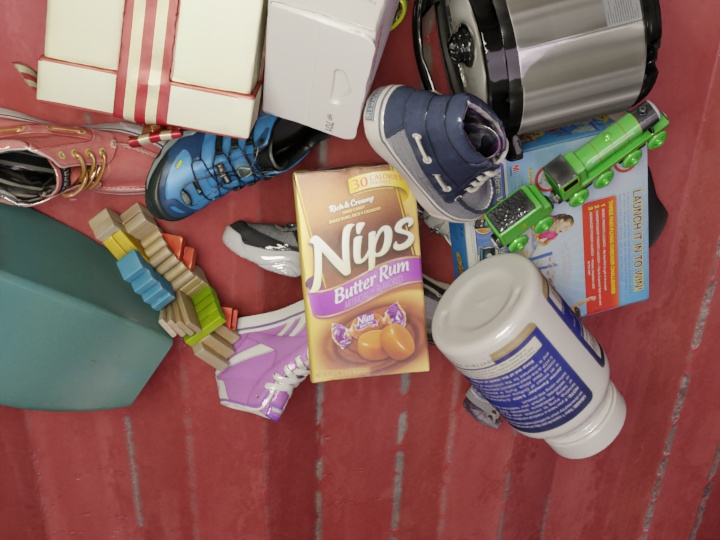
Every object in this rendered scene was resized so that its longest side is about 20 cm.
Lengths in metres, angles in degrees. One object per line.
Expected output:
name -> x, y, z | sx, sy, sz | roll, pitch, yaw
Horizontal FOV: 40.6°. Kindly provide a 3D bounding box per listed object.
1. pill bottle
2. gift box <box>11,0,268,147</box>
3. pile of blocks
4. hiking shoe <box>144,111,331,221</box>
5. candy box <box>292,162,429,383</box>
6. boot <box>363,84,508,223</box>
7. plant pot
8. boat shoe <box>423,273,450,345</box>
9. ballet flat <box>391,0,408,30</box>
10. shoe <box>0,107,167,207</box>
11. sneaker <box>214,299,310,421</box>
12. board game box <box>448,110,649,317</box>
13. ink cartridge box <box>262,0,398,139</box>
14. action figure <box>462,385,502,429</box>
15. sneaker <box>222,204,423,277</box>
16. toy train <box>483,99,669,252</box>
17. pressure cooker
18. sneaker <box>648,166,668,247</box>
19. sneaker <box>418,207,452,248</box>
pill bottle -> 0.170, 0.090, 0.940 | 0.119, 0.120, 0.200 | -38, 118, 9
gift box -> -0.161, -0.206, 0.773 | 0.198, 0.185, 0.189 | 10, 111, 2
pile of blocks -> -0.179, 0.011, 0.962 | 0.062, 0.082, 0.200 | -36, 115, 9
hiking shoe -> -0.111, -0.111, 0.894 | 0.199, 0.087, 0.075 | -38, 125, -8
candy box -> 0.000, 0.000, 0.935 | 0.115, 0.056, 0.202 | -6, 96, -2
boot -> 0.087, -0.087, 0.808 | 0.200, 0.090, 0.073 | 29, 75, -54
plant pot -> -0.293, 0.046, 0.934 | 0.199, 0.142, 0.142 | 24, 113, -36
boat shoe -> 0.052, 0.040, 1.076 | 0.199, 0.061, 0.074 | 23, 114, -28
ballet flat -> -0.047, -0.213, 0.880 | 0.198, 0.067, 0.067 | -23, 127, -1
shoe -> -0.258, -0.092, 0.878 | 0.198, 0.091, 0.072 | 8, 119, -22
sneaker -> -0.061, 0.096, 1.009 | 0.199, 0.115, 0.073 | -17, 151, 24
board game box -> 0.190, -0.044, 0.982 | 0.194, 0.056, 0.202 | -14, 118, -9
ink cartridge box -> -0.008, -0.230, 0.768 | 0.085, 0.202, 0.147 | 18, 155, 0
action figure -> 0.173, 0.102, 1.122 | 0.130, 0.069, 0.201 | -40, 151, -27
sneaker -> -0.035, -0.048, 0.992 | 0.198, 0.076, 0.115 | 14, 98, -6
toy train -> 0.199, -0.089, 0.898 | 0.199, 0.042, 0.056 | -37, 151, 5
pressure cooker -> 0.145, -0.211, 0.869 | 0.198, 0.177, 0.179 | -15, 143, -5
sneaker -> 0.251, -0.034, 1.081 | 0.199, 0.075, 0.106 | -37, 122, 7
sneaker -> 0.099, -0.062, 1.032 | 0.081, 0.075, 0.201 | -14, 119, 9
